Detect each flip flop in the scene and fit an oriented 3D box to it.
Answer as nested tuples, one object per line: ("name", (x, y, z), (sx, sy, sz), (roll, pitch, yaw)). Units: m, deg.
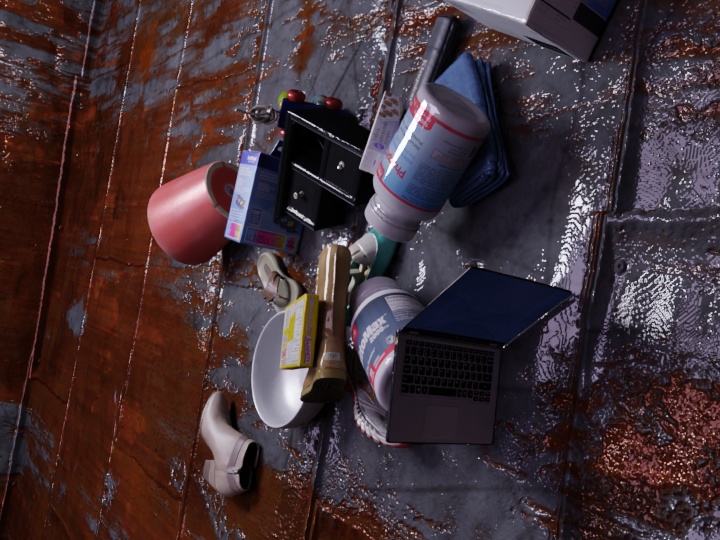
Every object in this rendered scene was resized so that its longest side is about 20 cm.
("flip flop", (-0.168, 0.029, 1.366), (0.082, 0.057, 0.201), (-60, 41, 22))

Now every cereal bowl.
("cereal bowl", (-0.109, 0.174, 1.230), (0.198, 0.082, 0.205), (-17, 68, 49))

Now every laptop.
("laptop", (0.142, 0.111, 0.831), (0.115, 0.185, 0.205), (-1, 80, 52))

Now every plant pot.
("plant pot", (-0.332, -0.136, 1.532), (0.176, 0.199, 0.204), (-26, 61, 36))

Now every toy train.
("toy train", (-0.132, -0.296, 1.281), (0.116, 0.196, 0.086), (-114, 36, -58))

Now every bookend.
("bookend", (-0.045, -0.146, 1.195), (0.198, 0.091, 0.203), (34, 124, 34))

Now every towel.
("towel", (0.154, -0.199, 1.010), (0.111, 0.048, 0.204), (-33, 57, 48))

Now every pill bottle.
("pill bottle", (0.084, -0.142, 0.964), (0.202, 0.107, 0.110), (-60, 41, 30))
("pill bottle", (0.050, 0.098, 1.004), (0.121, 0.118, 0.201), (-62, 28, 20))

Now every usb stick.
("usb stick", (0.106, -0.301, 1.111), (0.055, 0.032, 0.203), (40, 113, 55))

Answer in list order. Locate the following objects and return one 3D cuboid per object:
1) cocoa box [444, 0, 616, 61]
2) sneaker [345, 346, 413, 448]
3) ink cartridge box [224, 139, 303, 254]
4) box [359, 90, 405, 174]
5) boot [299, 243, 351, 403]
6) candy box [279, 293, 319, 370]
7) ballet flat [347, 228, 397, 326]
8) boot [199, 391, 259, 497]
("cocoa box", (0.217, -0.376, 0.902), (0.200, 0.132, 0.133), (44, 114, 48))
("sneaker", (0.027, 0.181, 1.056), (0.083, 0.077, 0.201), (-57, 42, 24))
("ink cartridge box", (-0.169, -0.145, 1.348), (0.076, 0.135, 0.204), (15, 93, 50))
("box", (0.036, -0.215, 1.088), (0.202, 0.038, 0.042), (-75, 6, -52))
("boot", (-0.048, 0.089, 1.077), (0.176, 0.065, 0.204), (123, 151, -61))
("candy box", (-0.096, 0.099, 1.083), (0.200, 0.026, 0.105), (149, 125, -74))
("ballet flat", (0.000, 0.000, 1.143), (0.067, 0.069, 0.203), (42, 114, 49))
("boot", (-0.256, 0.344, 1.404), (0.145, 0.069, 0.205), (-10, 74, 44))
